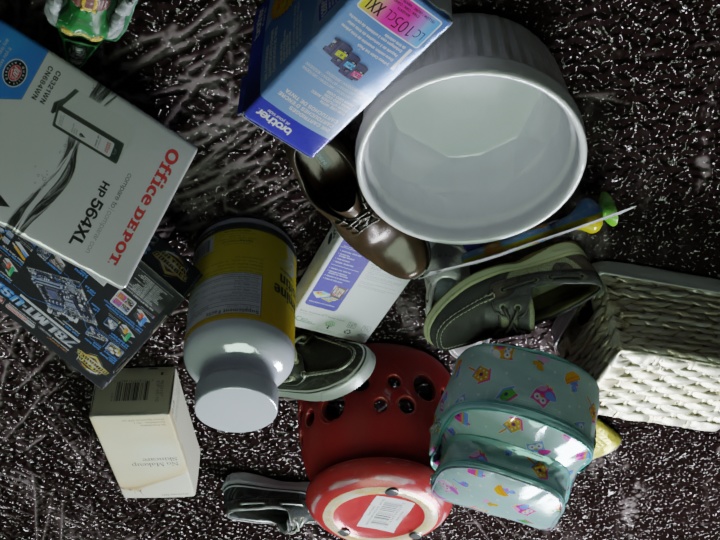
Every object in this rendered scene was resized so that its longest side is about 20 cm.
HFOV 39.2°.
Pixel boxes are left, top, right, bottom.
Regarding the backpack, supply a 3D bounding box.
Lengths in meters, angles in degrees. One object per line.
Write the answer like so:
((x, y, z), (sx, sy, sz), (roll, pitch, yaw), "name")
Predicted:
((0.161, 0.173, 1.065), (0.173, 0.155, 0.201), (17, 141, 7), "backpack")

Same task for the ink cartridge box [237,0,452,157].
((-0.022, -0.187, 0.791), (0.076, 0.138, 0.200), (28, 132, -27), "ink cartridge box")

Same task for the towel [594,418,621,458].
((0.244, 0.219, 1.353), (0.143, 0.023, 0.199), (-31, 131, 31), "towel")

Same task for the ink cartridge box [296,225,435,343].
((0.000, 0.000, 1.084), (0.098, 0.040, 0.201), (16, 138, -18), "ink cartridge box")

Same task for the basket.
((0.331, 0.089, 1.125), (0.197, 0.125, 0.136), (10, 138, -11), "basket")

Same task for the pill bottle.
((-0.120, 0.054, 1.018), (0.110, 0.202, 0.113), (-1, 141, -1), "pill bottle")

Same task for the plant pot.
((0.018, 0.216, 1.227), (0.197, 0.184, 0.202), (1, 139, 1), "plant pot")

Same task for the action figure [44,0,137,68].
((-0.208, -0.237, 0.798), (0.116, 0.055, 0.201), (11, 142, -18), "action figure")

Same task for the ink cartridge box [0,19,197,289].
((-0.262, -0.096, 0.871), (0.199, 0.148, 0.084), (31, 172, -29), "ink cartridge box")

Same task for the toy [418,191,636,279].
((0.155, -0.042, 0.988), (0.197, 0.048, 0.115), (-14, 176, -10), "toy")

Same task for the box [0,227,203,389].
((-0.288, 0.003, 1.024), (0.199, 0.050, 0.198), (40, 130, -8), "box")

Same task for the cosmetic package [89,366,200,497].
((-0.272, 0.211, 1.298), (0.102, 0.074, 0.202), (-2, 138, 2), "cosmetic package")

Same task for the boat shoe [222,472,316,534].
((-0.106, 0.347, 1.457), (0.197, 0.072, 0.072), (12, 138, -15), "boat shoe")

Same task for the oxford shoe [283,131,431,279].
((-0.005, -0.055, 0.943), (0.072, 0.085, 0.200), (-38, 113, 16), "oxford shoe")

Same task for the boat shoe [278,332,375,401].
((-0.078, 0.106, 1.162), (0.197, 0.071, 0.064), (-9, 137, 30), "boat shoe")

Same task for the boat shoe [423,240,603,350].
((0.161, 0.034, 1.049), (0.199, 0.066, 0.072), (-24, 134, -15), "boat shoe")

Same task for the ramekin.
((0.093, -0.127, 0.886), (0.197, 0.106, 0.202), (0, 139, 0), "ramekin")

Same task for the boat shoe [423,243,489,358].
((0.103, 0.049, 1.117), (0.070, 0.070, 0.201), (-11, 138, 13), "boat shoe")
